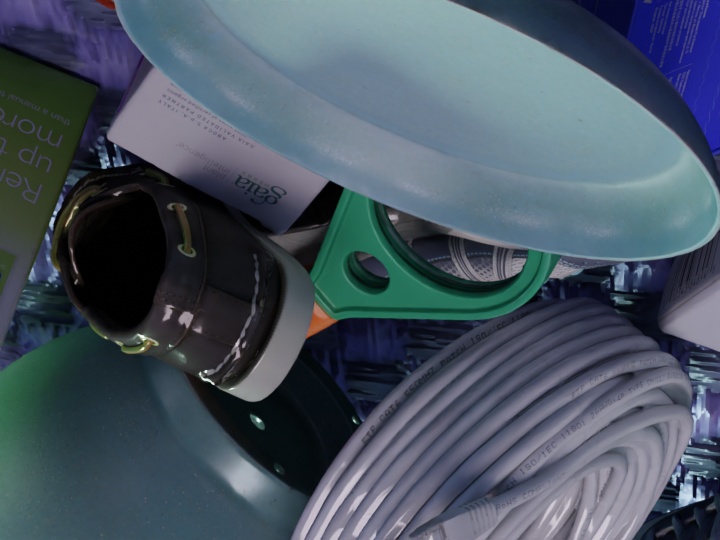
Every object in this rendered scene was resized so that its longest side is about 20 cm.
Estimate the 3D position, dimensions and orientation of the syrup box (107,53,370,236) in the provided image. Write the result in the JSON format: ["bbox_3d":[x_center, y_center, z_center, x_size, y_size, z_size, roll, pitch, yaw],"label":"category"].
[{"bbox_3d":[-0.008,-0.107,0.788,0.078,0.082,0.200,29,138,-13],"label":"syrup box"}]

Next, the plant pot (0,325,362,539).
[{"bbox_3d":[-0.077,0.096,0.974,0.200,0.201,0.134,36,112,-23],"label":"plant pot"}]

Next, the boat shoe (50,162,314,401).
[{"bbox_3d":[-0.084,-0.008,0.866,0.060,0.072,0.201,24,-178,-29],"label":"boat shoe"}]

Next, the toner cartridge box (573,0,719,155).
[{"bbox_3d":[0.114,-0.114,0.735,0.043,0.095,0.201,49,150,30],"label":"toner cartridge box"}]

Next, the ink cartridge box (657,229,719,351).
[{"bbox_3d":[0.234,0.015,0.835,0.199,0.044,0.196,18,162,-7],"label":"ink cartridge box"}]

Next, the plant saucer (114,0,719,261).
[{"bbox_3d":[0.020,-0.058,0.691,0.199,0.028,0.200,20,166,5],"label":"plant saucer"}]

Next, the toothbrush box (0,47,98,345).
[{"bbox_3d":[-0.203,-0.006,0.870,0.145,0.201,0.086,22,139,-7],"label":"toothbrush box"}]

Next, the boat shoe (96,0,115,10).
[{"bbox_3d":[-0.098,-0.131,0.756,0.071,0.063,0.200,28,166,7],"label":"boat shoe"}]

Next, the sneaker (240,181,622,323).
[{"bbox_3d":[0.047,-0.021,0.886,0.199,0.078,0.086,-1,144,31],"label":"sneaker"}]

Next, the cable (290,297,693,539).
[{"bbox_3d":[0.053,0.103,0.926,0.069,0.199,0.201,41,147,24],"label":"cable"}]

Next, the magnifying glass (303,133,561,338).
[{"bbox_3d":[0.000,0.000,0.846,0.080,0.022,0.200,48,135,-11],"label":"magnifying glass"}]

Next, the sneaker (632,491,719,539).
[{"bbox_3d":[0.173,0.108,0.987,0.199,0.071,0.082,-22,134,24],"label":"sneaker"}]
